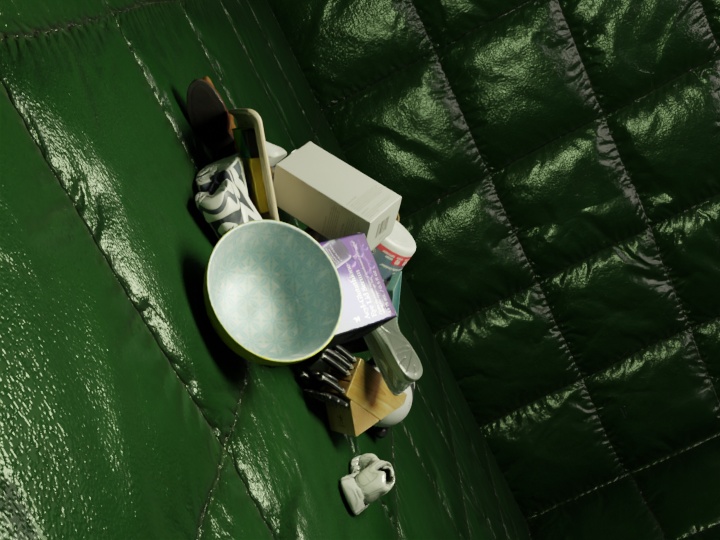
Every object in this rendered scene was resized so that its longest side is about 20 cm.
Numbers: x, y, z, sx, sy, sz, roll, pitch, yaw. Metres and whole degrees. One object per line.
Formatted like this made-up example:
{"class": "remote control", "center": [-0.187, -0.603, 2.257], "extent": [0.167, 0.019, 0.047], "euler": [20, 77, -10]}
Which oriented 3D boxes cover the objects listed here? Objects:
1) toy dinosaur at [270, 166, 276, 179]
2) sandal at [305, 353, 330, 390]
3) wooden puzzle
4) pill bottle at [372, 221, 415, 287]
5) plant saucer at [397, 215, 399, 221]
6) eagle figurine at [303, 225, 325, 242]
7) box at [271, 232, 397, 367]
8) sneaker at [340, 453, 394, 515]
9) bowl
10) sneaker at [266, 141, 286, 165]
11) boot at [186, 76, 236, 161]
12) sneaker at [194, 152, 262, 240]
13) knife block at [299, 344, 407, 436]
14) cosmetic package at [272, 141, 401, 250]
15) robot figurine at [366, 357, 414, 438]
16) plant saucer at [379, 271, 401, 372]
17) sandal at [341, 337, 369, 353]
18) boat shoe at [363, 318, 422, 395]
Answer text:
{"class": "toy dinosaur", "center": [-0.168, -0.177, 1.672], "extent": [0.181, 0.104, 0.202], "euler": [20, -39, 59]}
{"class": "sandal", "center": [-0.067, 0.140, 1.537], "extent": [0.079, 0.058, 0.211], "euler": [-57, 137, -61]}
{"class": "wooden puzzle", "center": [-0.176, -0.165, 1.457], "extent": [0.185, 0.037, 0.204], "euler": [-152, -133, -70]}
{"class": "pill bottle", "center": [0.000, 0.000, 1.604], "extent": [0.118, 0.201, 0.120], "euler": [31, 22, -14]}
{"class": "plant saucer", "center": [-0.019, -0.127, 1.712], "extent": [0.197, 0.036, 0.201], "euler": [22, 27, -12]}
{"class": "eagle figurine", "center": [-0.117, -0.041, 1.550], "extent": [0.150, 0.151, 0.202], "euler": [29, 37, -21]}
{"class": "box", "center": [-0.065, 0.043, 1.369], "extent": [0.198, 0.104, 0.150], "euler": [-16, 79, -39]}
{"class": "sneaker", "center": [0.023, 0.348, 1.481], "extent": [0.076, 0.080, 0.200], "euler": [62, 7, 0]}
{"class": "bowl", "center": [-0.132, 0.045, 1.210], "extent": [0.108, 0.197, 0.203], "euler": [-43, -113, 53]}
{"class": "sneaker", "center": [-0.210, -0.250, 1.790], "extent": [0.089, 0.075, 0.200], "euler": [53, 9, 3]}
{"class": "boot", "center": [-0.262, -0.300, 1.595], "extent": [0.189, 0.067, 0.202], "euler": [58, 11, -40]}
{"class": "sneaker", "center": [-0.198, -0.096, 1.390], "extent": [0.200, 0.078, 0.131], "euler": [-109, 177, -64]}
{"class": "knife block", "center": [-0.012, 0.176, 1.494], "extent": [0.198, 0.063, 0.179], "euler": [-24, 112, -45]}
{"class": "cosmetic package", "center": [-0.043, -0.121, 1.485], "extent": [0.198, 0.107, 0.086], "euler": [32, -46, 19]}
{"class": "robot figurine", "center": [0.047, 0.241, 1.793], "extent": [0.151, 0.124, 0.200], "euler": [53, 9, -3]}
{"class": "plant saucer", "center": [0.052, 0.103, 1.578], "extent": [0.070, 0.019, 0.204], "euler": [-63, 159, -58]}
{"class": "sandal", "center": [0.006, 0.128, 1.580], "extent": [0.200, 0.074, 0.046], "euler": [-43, 122, -71]}
{"class": "boat shoe", "center": [0.031, 0.110, 1.483], "extent": [0.074, 0.065, 0.204], "euler": [-7, 58, -47]}
